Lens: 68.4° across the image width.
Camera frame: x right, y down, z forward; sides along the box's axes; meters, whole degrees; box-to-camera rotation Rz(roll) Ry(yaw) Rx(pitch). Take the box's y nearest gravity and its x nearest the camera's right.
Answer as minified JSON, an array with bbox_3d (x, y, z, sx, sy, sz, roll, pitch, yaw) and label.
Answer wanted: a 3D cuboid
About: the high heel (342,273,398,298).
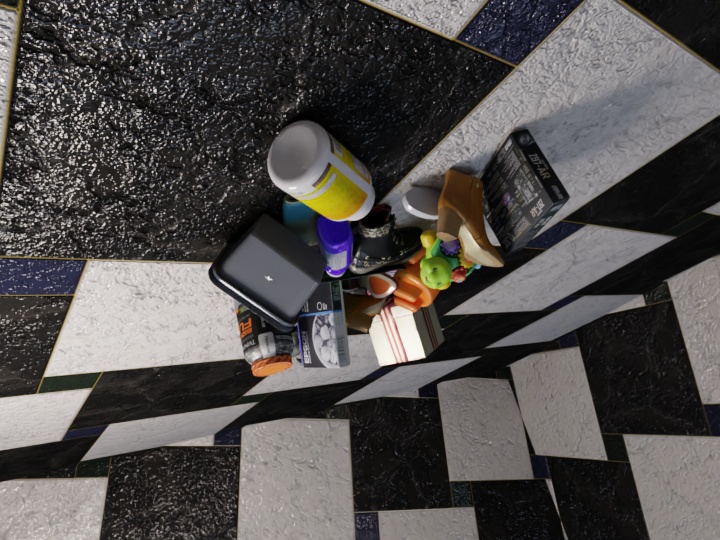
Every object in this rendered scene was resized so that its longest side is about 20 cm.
[{"bbox_3d":[0.042,0.020,1.300,0.095,0.069,0.198,-19,-163,-38],"label":"high heel"}]

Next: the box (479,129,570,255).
[{"bbox_3d":[0.305,-0.148,1.042,0.043,0.162,0.201,-18,159,-19],"label":"box"}]

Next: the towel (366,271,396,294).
[{"bbox_3d":[0.107,0.007,1.435,0.144,0.030,0.200,-8,156,-23],"label":"towel"}]

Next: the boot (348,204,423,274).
[{"bbox_3d":[0.068,-0.079,1.149,0.201,0.074,0.155,-21,150,-22],"label":"boot"}]

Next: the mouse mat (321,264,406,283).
[{"bbox_3d":[0.000,0.000,1.242,0.196,0.008,0.161,-11,-171,-5],"label":"mouse mat"}]

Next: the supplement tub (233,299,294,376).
[{"bbox_3d":[-0.229,0.140,1.268,0.120,0.203,0.123,-14,158,-6],"label":"supplement tub"}]

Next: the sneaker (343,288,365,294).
[{"bbox_3d":[-0.014,0.098,1.485,0.076,0.083,0.201,-15,158,-6],"label":"sneaker"}]

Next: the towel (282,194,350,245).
[{"bbox_3d":[-0.084,-0.102,1.054,0.144,0.022,0.201,-11,159,-13],"label":"towel"}]

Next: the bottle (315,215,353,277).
[{"bbox_3d":[-0.052,-0.043,1.080,0.064,0.085,0.200,-21,161,-10],"label":"bottle"}]

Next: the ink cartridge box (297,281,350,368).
[{"bbox_3d":[-0.109,0.131,1.268,0.043,0.202,0.198,-3,174,-40],"label":"ink cartridge box"}]

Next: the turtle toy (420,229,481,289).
[{"bbox_3d":[0.201,-0.028,1.187,0.199,0.148,0.100,-34,-156,-29],"label":"turtle toy"}]

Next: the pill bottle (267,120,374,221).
[{"bbox_3d":[-0.052,-0.148,0.850,0.108,0.111,0.199,-25,156,20],"label":"pill bottle"}]

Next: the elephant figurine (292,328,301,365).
[{"bbox_3d":[-0.179,0.226,1.643,0.197,0.157,0.142,-14,-157,20],"label":"elephant figurine"}]

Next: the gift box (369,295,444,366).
[{"bbox_3d":[0.126,0.155,1.534,0.182,0.190,0.199,-17,-179,26],"label":"gift box"}]

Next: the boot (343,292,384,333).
[{"bbox_3d":[-0.015,0.074,1.356,0.201,0.142,0.072,-51,161,-55],"label":"boot"}]

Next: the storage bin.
[{"bbox_3d":[-0.162,-0.009,1.021,0.199,0.146,0.134,38,122,-15],"label":"storage bin"}]

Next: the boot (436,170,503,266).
[{"bbox_3d":[0.234,-0.104,1.069,0.200,0.146,0.070,27,160,-34],"label":"boot"}]

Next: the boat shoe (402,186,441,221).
[{"bbox_3d":[0.158,-0.129,1.108,0.198,0.070,0.057,-2,155,-37],"label":"boat shoe"}]

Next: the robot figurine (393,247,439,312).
[{"bbox_3d":[0.155,0.005,1.293,0.201,0.144,0.116,-51,-161,-30],"label":"robot figurine"}]
